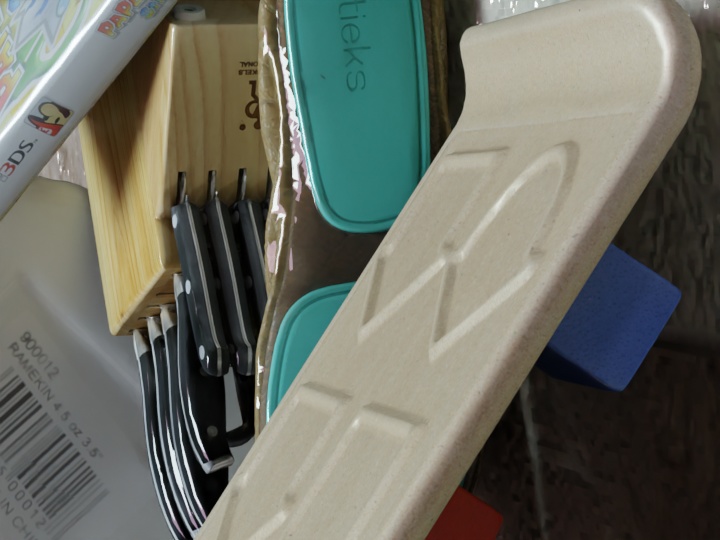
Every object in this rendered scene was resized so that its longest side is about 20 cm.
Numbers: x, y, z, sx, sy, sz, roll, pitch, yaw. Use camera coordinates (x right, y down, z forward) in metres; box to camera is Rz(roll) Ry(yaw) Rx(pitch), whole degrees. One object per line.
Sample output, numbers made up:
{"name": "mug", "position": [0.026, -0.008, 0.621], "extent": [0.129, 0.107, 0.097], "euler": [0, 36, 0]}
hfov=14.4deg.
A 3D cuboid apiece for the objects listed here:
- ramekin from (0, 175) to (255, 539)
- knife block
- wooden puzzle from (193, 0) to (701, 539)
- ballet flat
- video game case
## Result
{"name": "ramekin", "position": [-0.129, 0.061, 0.968], "extent": [0.098, 0.200, 0.201], "euler": [-9, 85, 62]}
{"name": "knife block", "position": [-0.052, -0.016, 0.926], "extent": [0.200, 0.064, 0.176], "euler": [-130, 42, -57]}
{"name": "wooden puzzle", "position": [0.017, 0.034, 0.681], "extent": [0.200, 0.046, 0.185], "euler": [-62, 10, -4]}
{"name": "ballet flat", "position": [0.000, 0.000, 0.810], "extent": [0.072, 0.068, 0.201], "euler": [96, 169, -85]}
{"name": "video game case", "position": [-0.086, -0.137, 0.914], "extent": [0.182, 0.023, 0.200], "euler": [-48, 34, 28]}
